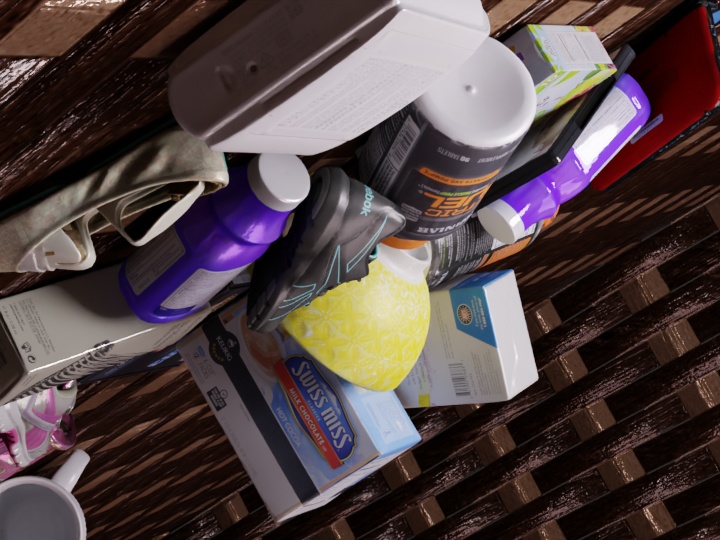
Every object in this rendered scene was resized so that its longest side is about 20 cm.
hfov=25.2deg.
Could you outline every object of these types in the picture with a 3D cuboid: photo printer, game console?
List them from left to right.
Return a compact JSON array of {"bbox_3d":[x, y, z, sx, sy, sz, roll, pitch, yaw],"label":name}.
[{"bbox_3d":[-0.011,-0.138,1.020,0.166,0.070,0.200,-33,170,21],"label":"photo printer"},{"bbox_3d":[0.322,-0.185,1.622,0.118,0.174,0.200,9,150,-29],"label":"game console"}]

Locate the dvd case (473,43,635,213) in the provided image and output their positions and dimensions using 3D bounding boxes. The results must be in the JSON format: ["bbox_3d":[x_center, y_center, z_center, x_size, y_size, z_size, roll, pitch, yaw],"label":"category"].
[{"bbox_3d":[0.165,-0.126,1.477,0.142,0.018,0.200,-30,-165,44],"label":"dvd case"}]

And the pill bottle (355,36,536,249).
[{"bbox_3d":[0.058,-0.093,1.282,0.106,0.107,0.200,-24,162,-27],"label":"pill bottle"}]

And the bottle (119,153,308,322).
[{"bbox_3d":[-0.114,-0.028,1.270,0.083,0.066,0.200,-21,168,-44],"label":"bottle"}]

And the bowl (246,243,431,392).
[{"bbox_3d":[0.000,0.000,1.453,0.108,0.201,0.200,-44,166,20],"label":"bowl"}]

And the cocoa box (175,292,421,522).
[{"bbox_3d":[-0.057,0.117,1.553,0.131,0.201,0.133,-34,170,17],"label":"cocoa box"}]

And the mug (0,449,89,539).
[{"bbox_3d":[-0.421,0.326,2.131,0.201,0.147,0.175,-58,-179,-10],"label":"mug"}]

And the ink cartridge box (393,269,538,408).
[{"bbox_3d":[0.066,0.072,1.603,0.199,0.117,0.067,-7,-168,35],"label":"ink cartridge box"}]

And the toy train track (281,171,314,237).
[{"bbox_3d":[-0.020,-0.073,1.413,0.114,0.033,0.200,11,-157,31],"label":"toy train track"}]

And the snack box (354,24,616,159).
[{"bbox_3d":[0.110,-0.141,1.412,0.199,0.053,0.142,-34,168,30],"label":"snack box"}]

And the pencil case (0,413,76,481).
[{"bbox_3d":[-0.384,0.187,1.632,0.199,0.087,0.083,-31,138,10],"label":"pencil case"}]

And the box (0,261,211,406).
[{"bbox_3d":[-0.229,0.045,1.358,0.199,0.069,0.082,-19,167,-42],"label":"box"}]

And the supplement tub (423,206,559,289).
[{"bbox_3d":[0.099,-0.060,1.592,0.199,0.123,0.122,-21,168,-39],"label":"supplement tub"}]

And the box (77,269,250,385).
[{"bbox_3d":[-0.165,0.039,1.586,0.199,0.050,0.198,-32,169,21],"label":"box"}]

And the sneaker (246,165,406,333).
[{"bbox_3d":[-0.034,-0.003,1.300,0.079,0.076,0.200,16,143,-19],"label":"sneaker"}]

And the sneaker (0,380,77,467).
[{"bbox_3d":[-0.299,0.118,1.482,0.088,0.082,0.200,-28,167,-14],"label":"sneaker"}]

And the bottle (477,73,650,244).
[{"bbox_3d":[0.191,-0.108,1.538,0.200,0.065,0.083,-45,-160,-20],"label":"bottle"}]

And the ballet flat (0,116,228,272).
[{"bbox_3d":[-0.180,-0.036,1.088,0.199,0.063,0.067,-29,170,4],"label":"ballet flat"}]
